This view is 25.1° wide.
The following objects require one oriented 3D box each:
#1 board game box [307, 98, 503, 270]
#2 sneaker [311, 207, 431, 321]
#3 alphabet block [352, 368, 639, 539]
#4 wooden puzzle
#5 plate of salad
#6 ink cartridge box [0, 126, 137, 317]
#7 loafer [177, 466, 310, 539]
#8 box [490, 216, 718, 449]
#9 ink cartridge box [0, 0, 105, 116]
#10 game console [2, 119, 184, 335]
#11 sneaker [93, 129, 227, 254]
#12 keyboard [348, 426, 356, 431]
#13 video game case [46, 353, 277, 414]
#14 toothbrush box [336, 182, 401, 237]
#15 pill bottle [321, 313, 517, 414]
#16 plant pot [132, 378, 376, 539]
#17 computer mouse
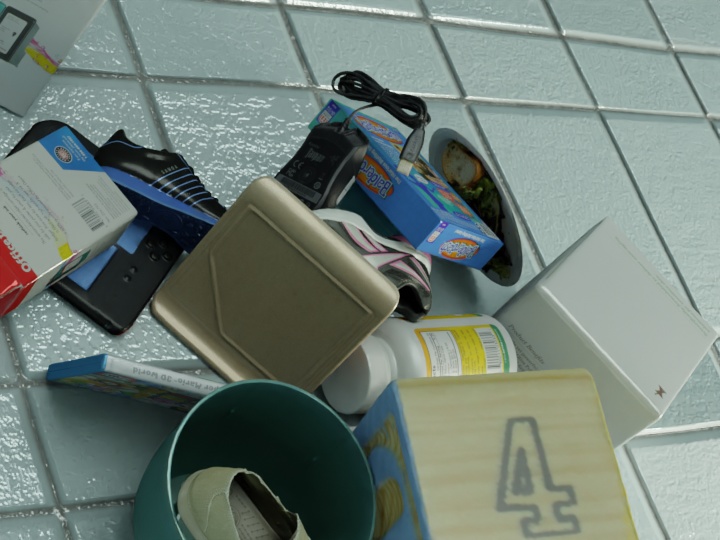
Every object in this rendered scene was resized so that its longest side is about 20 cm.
[{"bbox_3d":[0.049,-0.092,1.753,0.200,0.045,0.152,50,17,28],"label":"board game box"},{"bbox_3d":[0.000,0.000,1.649,0.200,0.080,0.087,11,47,-31],"label":"sneaker"},{"bbox_3d":[0.108,0.217,1.466,0.199,0.195,0.197,-1,63,-22],"label":"alphabet block"},{"bbox_3d":[-0.086,0.028,1.607,0.185,0.200,0.037,41,27,-4],"label":"wooden puzzle"},{"bbox_3d":[0.123,-0.068,1.866,0.048,0.200,0.200,-26,74,-18],"label":"plate of salad"},{"bbox_3d":[-0.324,-0.040,1.535,0.116,0.067,0.200,50,48,3],"label":"ink cartridge box"},{"bbox_3d":[-0.068,0.240,1.315,0.200,0.068,0.076,47,52,-4],"label":"loafer"},{"bbox_3d":[0.258,0.088,1.846,0.199,0.171,0.200,47,42,2],"label":"box"},{"bbox_3d":[-0.347,-0.293,1.643,0.146,0.200,0.147,29,44,-20],"label":"ink cartridge box"},{"bbox_3d":[-0.280,-0.049,1.631,0.200,0.031,0.177,37,42,-8],"label":"game console"},{"bbox_3d":[-0.180,-0.074,1.657,0.200,0.070,0.078,29,53,-15],"label":"sneaker"},{"bbox_3d":[-0.004,0.171,1.659,0.200,0.056,0.011,0,67,-39],"label":"keyboard"},{"bbox_3d":[-0.176,0.113,1.509,0.200,0.143,0.018,17,75,-28],"label":"video game case"},{"bbox_3d":[-0.037,-0.029,1.768,0.146,0.085,0.200,45,41,-1],"label":"toothbrush box"},{"bbox_3d":[0.060,0.104,1.721,0.200,0.113,0.113,-2,59,-40],"label":"pill bottle"},{"bbox_3d":[-0.112,0.217,1.444,0.200,0.161,0.201,14,61,-27],"label":"plant pot"},{"bbox_3d":[-0.008,-0.105,1.673,0.200,0.140,0.046,-60,147,-13],"label":"computer mouse"}]
